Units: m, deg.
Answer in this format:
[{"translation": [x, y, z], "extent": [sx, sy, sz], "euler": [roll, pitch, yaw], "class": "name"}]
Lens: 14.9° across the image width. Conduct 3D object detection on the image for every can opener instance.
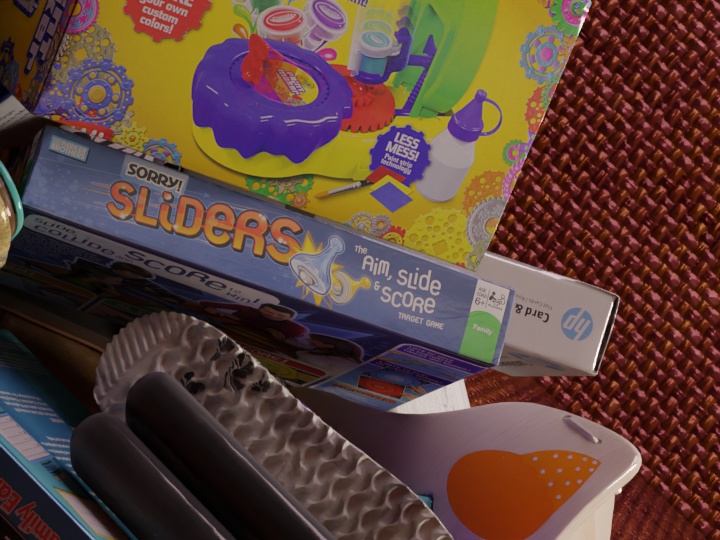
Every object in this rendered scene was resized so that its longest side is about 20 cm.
[{"translation": [-0.024, 0.125, 0.978], "extent": [0.200, 0.053, 0.067], "euler": [44, -27, 20], "class": "can opener"}]

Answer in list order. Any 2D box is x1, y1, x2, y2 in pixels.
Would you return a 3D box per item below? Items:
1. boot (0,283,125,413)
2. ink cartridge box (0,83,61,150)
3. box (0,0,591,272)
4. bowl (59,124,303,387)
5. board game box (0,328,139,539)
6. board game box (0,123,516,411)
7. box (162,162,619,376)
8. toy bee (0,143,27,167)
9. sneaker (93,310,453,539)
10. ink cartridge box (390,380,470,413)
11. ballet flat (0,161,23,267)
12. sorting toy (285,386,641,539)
[{"translation": [-0.145, 0.032, 1.236], "extent": [0.199, 0.076, 0.074], "euler": [27, 25, -8], "class": "boot"}, {"translation": [-0.148, -0.105, 1.330], "extent": [0.200, 0.196, 0.043], "euler": [-24, 85, -51], "class": "ink cartridge box"}, {"translation": [-0.046, -0.109, 1.133], "extent": [0.199, 0.122, 0.193], "euler": [19, 9, -24], "class": "box"}, {"translation": [-0.064, -0.004, 1.374], "extent": [0.201, 0.094, 0.201], "euler": [38, 40, -42], "class": "bowl"}, {"translation": [-0.107, 0.098, 1.024], "extent": [0.200, 0.047, 0.151], "euler": [44, 6, 15], "class": "board game box"}, {"translation": [-0.054, 0.004, 1.118], "extent": [0.199, 0.035, 0.135], "euler": [20, -16, -15], "class": "board game box"}, {"translation": [0.000, 0.000, 1.241], "extent": [0.199, 0.041, 0.156], "euler": [17, -5, -10], "class": "box"}, {"translation": [-0.223, -0.090, 1.509], "extent": [0.200, 0.108, 0.131], "euler": [-91, 158, -58], "class": "toy bee"}, {"translation": [-0.014, 0.099, 1.070], "extent": [0.200, 0.070, 0.100], "euler": [47, -3, 19], "class": "sneaker"}, {"translation": [0.029, 0.123, 1.391], "extent": [0.200, 0.057, 0.163], "euler": [35, 42, -79], "class": "ink cartridge box"}, {"translation": [-0.184, -0.001, 1.094], "extent": [0.071, 0.071, 0.200], "euler": [41, -22, -4], "class": "ballet flat"}, {"translation": [0.016, 0.138, 1.164], "extent": [0.107, 0.201, 0.180], "euler": [-23, 39, -36], "class": "sorting toy"}]
